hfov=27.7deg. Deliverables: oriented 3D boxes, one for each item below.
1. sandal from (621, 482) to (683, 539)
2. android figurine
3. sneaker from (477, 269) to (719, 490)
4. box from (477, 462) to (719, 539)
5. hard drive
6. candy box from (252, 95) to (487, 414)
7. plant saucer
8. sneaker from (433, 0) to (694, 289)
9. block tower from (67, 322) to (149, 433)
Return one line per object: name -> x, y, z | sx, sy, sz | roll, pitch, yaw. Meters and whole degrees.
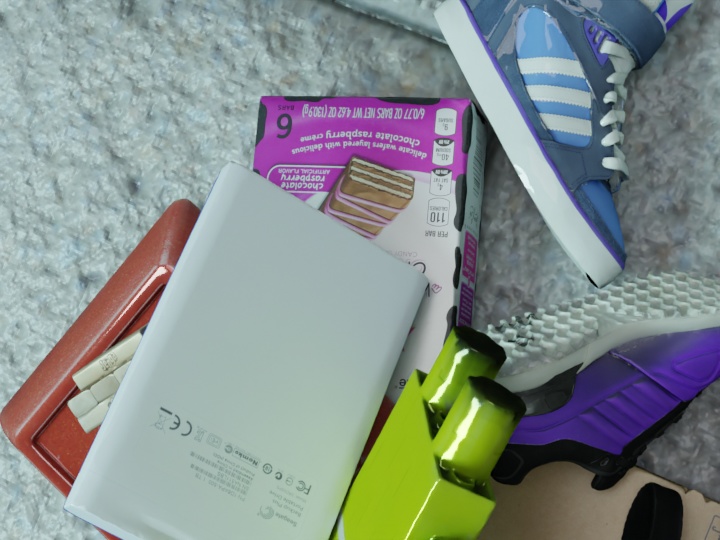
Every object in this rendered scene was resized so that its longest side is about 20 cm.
sandal -> 0.127, 0.201, 0.751 | 0.047, 0.076, 0.202 | 17, 53, -2
android figurine -> 0.020, 0.131, 0.712 | 0.041, 0.182, 0.202 | 22, 105, -11
sneaker -> 0.146, 0.066, 0.811 | 0.197, 0.070, 0.101 | -13, 111, -17
box -> 0.113, 0.201, 0.833 | 0.162, 0.021, 0.202 | 22, 87, 17
hard drive -> -0.054, 0.061, 0.767 | 0.131, 0.025, 0.202 | 30, 66, -16
candy box -> 0.000, 0.000, 0.873 | 0.134, 0.061, 0.203 | 2, 83, 16
plant saucer -> -0.097, 0.098, 0.841 | 0.200, 0.037, 0.200 | 44, 112, 1
sneaker -> 0.145, -0.109, 0.844 | 0.145, 0.081, 0.202 | -30, 76, 7
block tower -> -0.083, 0.128, 0.796 | 0.057, 0.054, 0.201 | -31, 94, 23
